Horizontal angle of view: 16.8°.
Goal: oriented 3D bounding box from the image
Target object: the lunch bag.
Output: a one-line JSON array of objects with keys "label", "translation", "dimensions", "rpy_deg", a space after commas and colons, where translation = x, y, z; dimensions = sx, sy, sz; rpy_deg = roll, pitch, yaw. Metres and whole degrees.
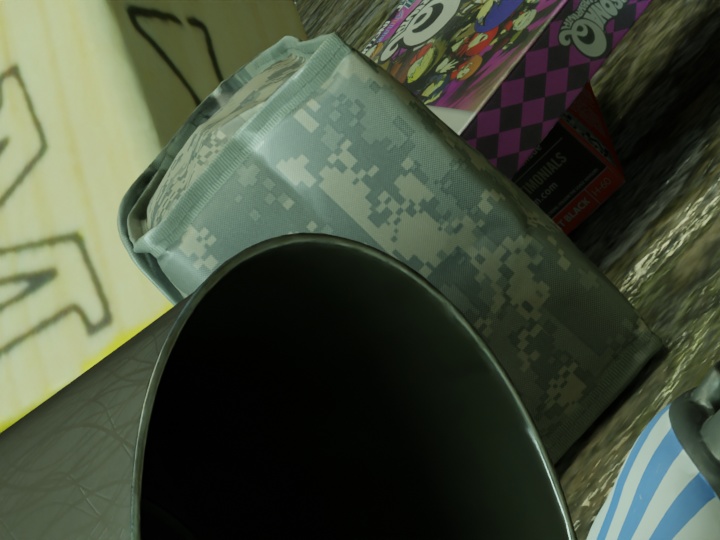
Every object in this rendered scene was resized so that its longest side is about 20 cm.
[{"label": "lunch bag", "translation": [0.000, 0.000, 0.913], "dimensions": [0.118, 0.164, 0.200], "rpy_deg": [-47, 9, -1]}]

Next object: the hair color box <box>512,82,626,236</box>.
[{"label": "hair color box", "translation": [0.056, -0.065, 1.136], "dimensions": [0.102, 0.061, 0.200], "rpy_deg": [-43, 19, 17]}]

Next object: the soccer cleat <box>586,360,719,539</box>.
[{"label": "soccer cleat", "translation": [0.079, 0.094, 0.527], "dimensions": [0.086, 0.070, 0.200], "rpy_deg": [-62, 2, 21]}]

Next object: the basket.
[{"label": "basket", "translation": [-0.055, 0.101, 0.656], "dimensions": [0.136, 0.181, 0.200], "rpy_deg": [-12, -6, -40]}]

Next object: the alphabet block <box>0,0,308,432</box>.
[{"label": "alphabet block", "translation": [-0.123, -0.027, 1.150], "dimensions": [0.196, 0.200, 0.195], "rpy_deg": [-29, -17, 28]}]

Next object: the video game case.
[{"label": "video game case", "translation": [0.068, -0.116, 1.059], "dimensions": [0.200, 0.036, 0.181], "rpy_deg": [-51, 20, -8]}]
